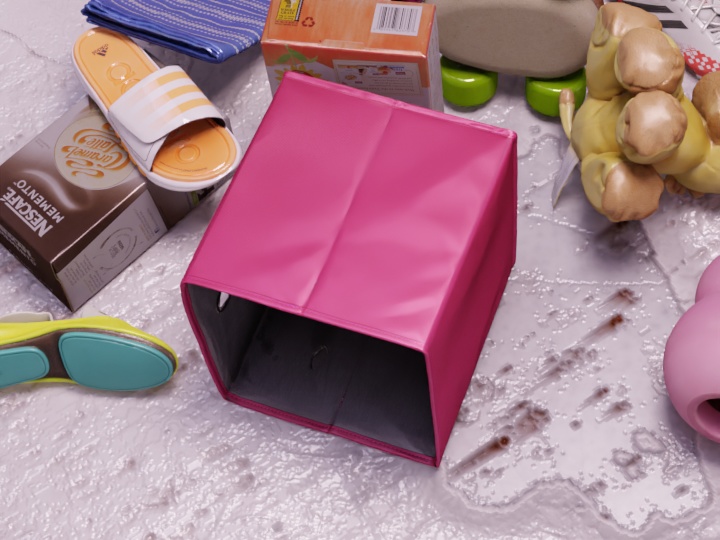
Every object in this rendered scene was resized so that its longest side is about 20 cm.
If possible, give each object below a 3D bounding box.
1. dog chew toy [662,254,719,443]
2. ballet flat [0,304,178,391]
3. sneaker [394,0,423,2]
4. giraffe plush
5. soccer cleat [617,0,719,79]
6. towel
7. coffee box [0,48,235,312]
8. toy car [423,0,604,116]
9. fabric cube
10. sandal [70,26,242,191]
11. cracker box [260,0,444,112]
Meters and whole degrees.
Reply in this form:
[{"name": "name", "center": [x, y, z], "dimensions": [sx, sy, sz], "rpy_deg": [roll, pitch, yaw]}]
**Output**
[{"name": "dog chew toy", "center": [0.308, 0.037, 1.267], "dimensions": [0.123, 0.125, 0.201], "rpy_deg": [15, 54, 14]}, {"name": "ballet flat", "center": [-0.245, 0.059, 1.343], "dimensions": [0.198, 0.067, 0.067], "rpy_deg": [-3, 39, 6]}, {"name": "sneaker", "center": [0.023, -0.276, 1.503], "dimensions": [0.087, 0.081, 0.202], "rpy_deg": [11, 70, 10]}, {"name": "giraffe plush", "center": [0.262, -0.110, 1.338], "dimensions": [0.161, 0.200, 0.174], "rpy_deg": [4, 64, -12]}, {"name": "soccer cleat", "center": [0.290, -0.235, 1.442], "dimensions": [0.068, 0.085, 0.200], "rpy_deg": [-38, 63, -16]}, {"name": "towel", "center": [-0.141, -0.240, 1.467], "dimensions": [0.144, 0.024, 0.200], "rpy_deg": [20, 31, 15]}, {"name": "coffee box", "center": [-0.215, -0.079, 1.406], "dimensions": [0.114, 0.080, 0.200], "rpy_deg": [38, 70, 25]}, {"name": "toy car", "center": [0.145, -0.267, 1.445], "dimensions": [0.156, 0.165, 0.201], "rpy_deg": [7, 48, 10]}, {"name": "fabric cube", "center": [0.000, 0.000, 1.271], "dimensions": [0.198, 0.197, 0.201], "rpy_deg": [16, 63, 15]}, {"name": "sandal", "center": [-0.182, -0.146, 1.361], "dimensions": [0.079, 0.059, 0.207], "rpy_deg": [-37, 63, -17]}, {"name": "cracker box", "center": [-0.001, -0.140, 1.350], "dimensions": [0.133, 0.201, 0.058], "rpy_deg": [6, 59, 9]}]
